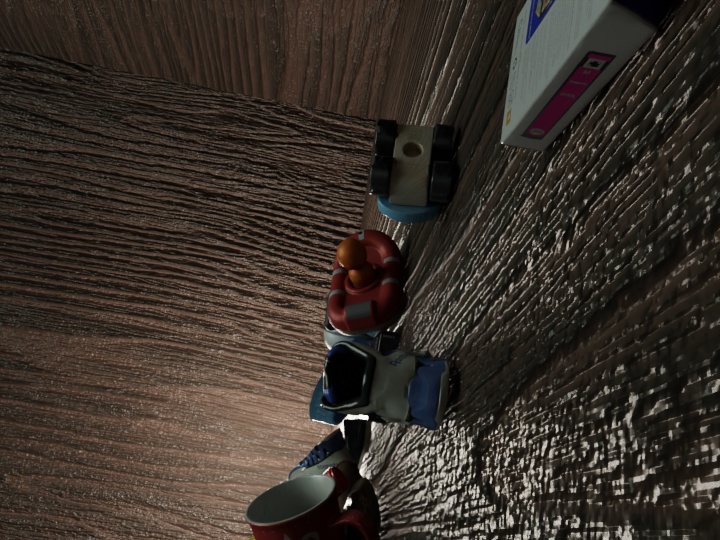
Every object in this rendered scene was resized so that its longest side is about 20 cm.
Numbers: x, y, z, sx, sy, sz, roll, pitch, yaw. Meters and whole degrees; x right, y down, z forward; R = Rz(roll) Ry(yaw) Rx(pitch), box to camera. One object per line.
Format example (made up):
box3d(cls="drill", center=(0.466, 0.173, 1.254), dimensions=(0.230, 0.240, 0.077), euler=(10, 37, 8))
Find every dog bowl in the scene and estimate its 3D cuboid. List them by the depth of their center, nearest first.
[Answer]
box3d(cls="dog bowl", center=(-0.024, 0.212, 1.256), dimensions=(0.200, 0.049, 0.113), euler=(-44, -32, -48))

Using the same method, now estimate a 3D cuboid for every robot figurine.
box3d(cls="robot figurine", center=(-0.012, 0.081, 1.390), dimensions=(0.125, 0.147, 0.205), euler=(-170, 90, -74))

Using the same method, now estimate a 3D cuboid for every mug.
box3d(cls="mug", center=(-0.058, 0.405, 0.895), dimensions=(0.176, 0.132, 0.204), euler=(-7, 100, 56))

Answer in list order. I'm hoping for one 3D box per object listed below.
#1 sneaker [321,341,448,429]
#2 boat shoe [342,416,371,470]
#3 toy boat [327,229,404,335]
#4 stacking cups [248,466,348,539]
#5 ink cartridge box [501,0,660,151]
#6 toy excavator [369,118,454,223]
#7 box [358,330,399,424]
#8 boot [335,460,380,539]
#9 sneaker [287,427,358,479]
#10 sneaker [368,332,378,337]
box3d(cls="sneaker", center=(0.017, 0.110, 0.678), dimensions=(0.200, 0.113, 0.082), euler=(118, 165, -79))
box3d(cls="boat shoe", center=(-0.019, 0.349, 1.294), dimensions=(0.202, 0.060, 0.076), euler=(103, 175, -53))
box3d(cls="toy boat", center=(0.000, 0.000, 1.107), dimensions=(0.202, 0.128, 0.132), euler=(-85, -24, -48))
box3d(cls="stacking cups", center=(-0.099, 0.375, 1.008), dimensions=(0.200, 0.060, 0.061), euler=(-45, 8, 7))
box3d(cls="ink cartridge box", center=(0.122, -0.146, 0.358), dimensions=(0.200, 0.036, 0.097), euler=(101, 179, -79))
box3d(cls="toy excavator", center=(0.068, -0.116, 0.889), dimensions=(0.202, 0.097, 0.198), euler=(89, -172, -53))
box3d(cls="box", center=(0.029, 0.186, 1.137), dimensions=(0.200, 0.035, 0.146), euler=(115, 164, -77))
box3d(cls="boot", center=(-0.008, 0.353, 1.031), dimensions=(0.202, 0.063, 0.189), euler=(98, 167, -52))
box3d(cls="sneaker", center=(-0.060, 0.390, 1.240), dimensions=(0.116, 0.080, 0.200), euler=(53, 139, 17))
box3d(cls="sneaker", center=(0.018, 0.046, 1.257), dimensions=(0.079, 0.088, 0.203), euler=(-84, 7, -55))
